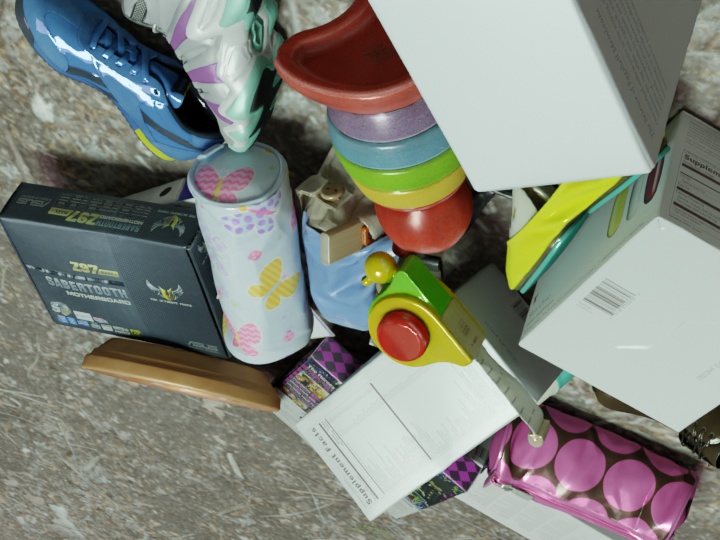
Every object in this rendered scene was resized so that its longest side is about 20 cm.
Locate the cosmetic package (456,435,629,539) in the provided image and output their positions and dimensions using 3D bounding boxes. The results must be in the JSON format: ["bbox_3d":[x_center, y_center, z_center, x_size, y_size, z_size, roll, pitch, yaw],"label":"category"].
[{"bbox_3d":[0.181,0.234,1.380,0.200,0.051,0.083,31,141,-9],"label":"cosmetic package"}]

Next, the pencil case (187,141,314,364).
[{"bbox_3d":[-0.091,-0.014,1.134,0.091,0.083,0.201,51,158,40],"label":"pencil case"}]

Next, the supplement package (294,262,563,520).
[{"bbox_3d":[0.061,0.105,1.160,0.200,0.109,0.114,-40,87,28],"label":"supplement package"}]

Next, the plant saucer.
[{"bbox_3d":[-0.173,0.102,1.326,0.199,0.038,0.200,12,172,2],"label":"plant saucer"}]

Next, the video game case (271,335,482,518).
[{"bbox_3d":[0.004,0.162,1.345,0.200,0.036,0.181,41,153,-3],"label":"video game case"}]

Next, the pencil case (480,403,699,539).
[{"bbox_3d":[0.218,0.199,1.281,0.199,0.094,0.091,21,143,3],"label":"pencil case"}]

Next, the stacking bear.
[{"bbox_3d":[0.033,-0.093,0.987,0.114,0.121,0.200,42,162,39],"label":"stacking bear"}]

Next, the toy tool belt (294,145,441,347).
[{"bbox_3d":[0.000,0.000,1.130,0.124,0.123,0.200,11,142,17],"label":"toy tool belt"}]

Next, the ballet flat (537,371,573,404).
[{"bbox_3d":[0.132,0.109,1.236,0.067,0.071,0.200,40,140,-22],"label":"ballet flat"}]

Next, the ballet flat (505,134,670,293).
[{"bbox_3d":[0.151,-0.059,0.992,0.067,0.067,0.200,44,141,4],"label":"ballet flat"}]

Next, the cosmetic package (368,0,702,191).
[{"bbox_3d":[0.104,-0.188,0.779,0.123,0.200,0.200,-6,134,33],"label":"cosmetic package"}]

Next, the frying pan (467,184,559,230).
[{"bbox_3d":[0.123,-0.073,1.050,0.114,0.031,0.190,16,146,13],"label":"frying pan"}]

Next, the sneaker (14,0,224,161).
[{"bbox_3d":[-0.182,-0.165,1.071,0.078,0.066,0.200,-9,138,46],"label":"sneaker"}]

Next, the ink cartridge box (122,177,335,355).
[{"bbox_3d":[-0.145,0.000,1.275,0.199,0.043,0.198,-10,132,40],"label":"ink cartridge box"}]

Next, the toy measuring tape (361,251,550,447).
[{"bbox_3d":[0.065,0.067,1.053,0.200,0.074,0.073,50,138,-11],"label":"toy measuring tape"}]

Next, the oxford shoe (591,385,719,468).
[{"bbox_3d":[0.293,0.123,1.157,0.199,0.085,0.073,8,142,23],"label":"oxford shoe"}]

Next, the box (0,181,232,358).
[{"bbox_3d":[-0.216,0.000,1.236,0.199,0.051,0.158,9,141,19],"label":"box"}]

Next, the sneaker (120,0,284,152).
[{"bbox_3d":[-0.133,-0.188,1.021,0.139,0.078,0.201,16,134,13],"label":"sneaker"}]

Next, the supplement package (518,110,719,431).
[{"bbox_3d":[0.242,0.007,1.017,0.155,0.111,0.200,29,142,-8],"label":"supplement package"}]
